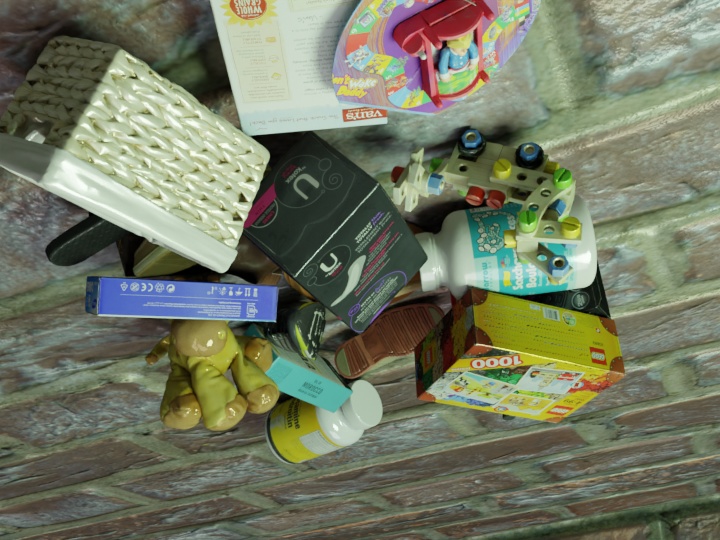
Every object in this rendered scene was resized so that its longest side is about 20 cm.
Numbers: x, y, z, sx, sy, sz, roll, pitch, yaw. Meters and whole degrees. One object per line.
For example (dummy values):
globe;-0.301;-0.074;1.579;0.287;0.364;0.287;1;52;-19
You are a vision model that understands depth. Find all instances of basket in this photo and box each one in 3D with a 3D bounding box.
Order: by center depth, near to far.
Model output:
basket;-0.194;-0.100;0.719;0.135;0.123;0.200;21;173;42

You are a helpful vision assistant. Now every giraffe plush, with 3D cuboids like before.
giraffe plush;-0.198;0.085;1.074;0.172;0.200;0.162;-19;139;-23

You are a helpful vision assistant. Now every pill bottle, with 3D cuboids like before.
pill bottle;0.167;-0.022;0.978;0.200;0.111;0.111;-8;151;4
pill bottle;-0.063;0.258;1.436;0.200;0.112;0.112;-28;144;33

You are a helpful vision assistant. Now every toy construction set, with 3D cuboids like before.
toy construction set;0.131;-0.075;0.834;0.200;0.131;0.092;21;157;5

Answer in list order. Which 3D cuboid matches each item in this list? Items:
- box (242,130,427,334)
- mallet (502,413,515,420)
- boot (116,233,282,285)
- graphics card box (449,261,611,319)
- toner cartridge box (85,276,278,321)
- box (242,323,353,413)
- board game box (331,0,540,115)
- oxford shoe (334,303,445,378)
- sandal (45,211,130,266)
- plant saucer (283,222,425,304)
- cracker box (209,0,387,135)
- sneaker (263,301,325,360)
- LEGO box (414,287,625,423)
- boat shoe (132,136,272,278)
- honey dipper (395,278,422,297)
box;-0.026;-0.033;0.861;0.122;0.106;0.200;-48;154;-3
mallet;0.202;0.100;1.114;0.041;0.200;0.066;20;138;-27
boot;-0.181;-0.039;0.946;0.200;0.064;0.186;7;147;-12
graphics card box;0.212;0.036;1.074;0.200;0.126;0.051;-22;142;29
toner cartridge box;-0.204;0.033;0.947;0.200;0.043;0.095;4;178;-25
box;-0.099;0.150;1.252;0.049;0.082;0.200;-48;141;6
board game box;0.073;-0.178;0.679;0.200;0.039;0.158;-2;142;-43
oxford shoe;0.052;0.098;1.238;0.200;0.071;0.074;-27;170;32
sandal;-0.249;-0.071;0.871;0.200;0.045;0.075;-29;162;10
plant saucer;0.000;0.000;1.064;0.200;0.037;0.200;-5;151;-3
cracker box;-0.046;-0.198;0.681;0.134;0.058;0.200;-5;150;-1
sneaker;-0.093;0.081;1.127;0.081;0.074;0.200;12;165;1
LEGO box;0.186;0.107;0.996;0.200;0.077;0.149;12;144;-18
boat shoe;-0.170;-0.061;0.864;0.201;0.063;0.073;-37;162;30
honey dipper;0.077;0.017;1.028;0.200;0.038;0.038;-19;159;-29
